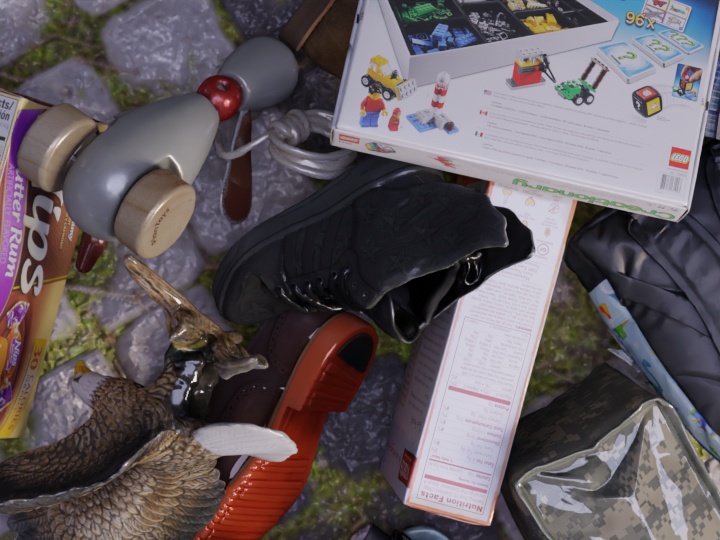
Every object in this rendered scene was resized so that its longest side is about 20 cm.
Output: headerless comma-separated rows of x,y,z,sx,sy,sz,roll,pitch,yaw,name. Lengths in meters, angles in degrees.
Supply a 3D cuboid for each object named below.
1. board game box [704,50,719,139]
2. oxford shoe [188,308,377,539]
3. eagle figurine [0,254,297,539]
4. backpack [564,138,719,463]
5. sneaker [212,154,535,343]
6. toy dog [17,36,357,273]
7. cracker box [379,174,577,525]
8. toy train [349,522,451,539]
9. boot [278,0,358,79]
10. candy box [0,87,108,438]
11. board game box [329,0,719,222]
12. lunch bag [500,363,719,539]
0.250,-0.168,1.195,0.199,0.062,0.201,15,63,16,board game box
-0.068,0.100,1.260,0.072,0.071,0.201,37,97,28,oxford shoe
-0.145,0.105,1.189,0.152,0.151,0.200,40,89,-13,eagle figurine
0.238,0.035,1.243,0.163,0.154,0.200,-34,72,-8,backpack
0.002,0.001,1.166,0.199,0.060,0.105,-35,54,23,sneaker
-0.111,-0.060,1.204,0.199,0.097,0.132,-15,55,-34,toy dog
0.068,0.041,1.223,0.057,0.134,0.201,15,92,-6,cracker box
0.056,0.244,1.262,0.200,0.085,0.114,39,101,-7,toy train
0.031,-0.182,1.200,0.075,0.200,0.074,40,44,-2,boot
-0.219,-0.004,1.202,0.056,0.117,0.201,17,91,19,candy box
0.093,-0.111,1.126,0.199,0.035,0.127,13,77,0,board game box
0.171,0.171,1.222,0.117,0.164,0.201,-30,95,-1,lunch bag
